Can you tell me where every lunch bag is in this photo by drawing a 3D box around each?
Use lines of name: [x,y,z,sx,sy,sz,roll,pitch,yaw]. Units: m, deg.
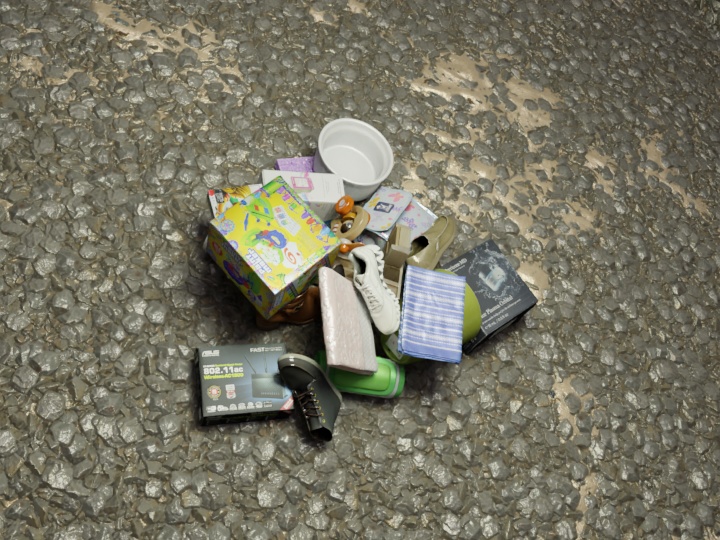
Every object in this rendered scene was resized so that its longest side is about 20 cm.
lunch bag: [0.088,-0.100,1.830,0.199,0.128,0.170,39,53,3]

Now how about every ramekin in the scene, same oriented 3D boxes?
ramekin: [-0.024,-0.272,1.865,0.197,0.098,0.204,10,57,-16]

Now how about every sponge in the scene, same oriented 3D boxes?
sponge: [-0.110,-0.239,1.891,0.197,0.030,0.113,-9,66,-25]

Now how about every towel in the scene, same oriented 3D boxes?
towel: [0.157,0.094,1.598,0.142,0.024,0.204,11,68,-11]
towel: [-0.026,0.110,1.548,0.190,0.032,0.204,27,51,-58]

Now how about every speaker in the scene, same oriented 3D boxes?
speaker: [-0.005,0.229,1.639,0.196,0.089,0.090,11,59,-15]

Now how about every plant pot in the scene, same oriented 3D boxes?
plant pot: [0.142,0.123,1.677,0.199,0.188,0.188,-30,75,-38]

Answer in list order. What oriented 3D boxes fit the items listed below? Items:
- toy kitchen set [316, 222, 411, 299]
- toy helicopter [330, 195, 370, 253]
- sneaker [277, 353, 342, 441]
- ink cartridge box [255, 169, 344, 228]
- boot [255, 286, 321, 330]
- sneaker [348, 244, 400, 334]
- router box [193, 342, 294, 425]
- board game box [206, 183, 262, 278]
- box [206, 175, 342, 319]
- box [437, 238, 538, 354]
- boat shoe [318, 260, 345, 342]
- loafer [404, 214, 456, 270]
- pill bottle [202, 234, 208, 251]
toy kitchen set: [0.000,0.000,1.687,0.177,0.201,0.165,17,50,-11]
toy helicopter: [-0.058,-0.066,1.701,0.079,0.199,0.133,37,22,-35]
sneaker: [-0.104,0.262,1.531,0.200,0.074,0.107,48,31,-33]
ink cartridge box: [-0.151,-0.162,1.764,0.196,0.145,0.086,2,63,-20]
boot: [-0.137,0.057,1.641,0.197,0.156,0.078,-14,67,-27]
sneaker: [0.025,0.043,1.595,0.081,0.074,0.203,-1,68,-56]
router box: [-0.245,0.236,1.557,0.196,0.062,0.152,-1,62,-21]
board game box: [-0.251,-0.089,1.614,0.124,0.035,0.203,-10,68,-23]
box: [-0.179,-0.049,1.522,0.192,0.122,0.200,-37,78,-30]
box: [0.293,0.061,1.826,0.195,0.118,0.201,-27,73,-30]
boat shoe: [-0.042,0.078,1.652,0.072,0.204,0.074,13,26,37]
loafer: [0.163,-0.064,1.733,0.068,0.075,0.201,47,51,-23]
pill bottle: [-0.248,-0.035,1.676,0.198,0.114,0.115,31,56,-1]
